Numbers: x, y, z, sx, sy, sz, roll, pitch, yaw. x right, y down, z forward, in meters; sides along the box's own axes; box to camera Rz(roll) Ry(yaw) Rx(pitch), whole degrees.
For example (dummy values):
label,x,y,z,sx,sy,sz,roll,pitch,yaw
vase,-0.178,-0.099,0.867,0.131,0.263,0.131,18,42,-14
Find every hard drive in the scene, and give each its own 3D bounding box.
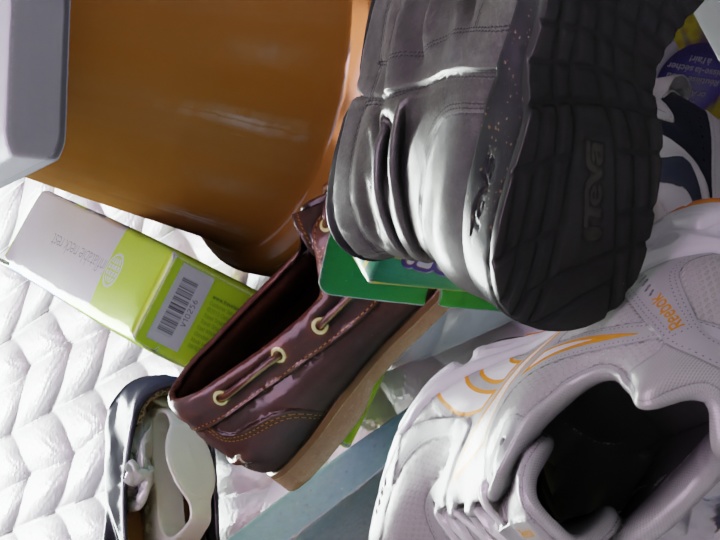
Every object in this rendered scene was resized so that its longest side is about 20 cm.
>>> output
label,x,y,z,sx,sy,sz,roll,pitch,yaw
hard drive,-0.171,-0.093,0.917,0.200,0.027,0.132,-16,71,59

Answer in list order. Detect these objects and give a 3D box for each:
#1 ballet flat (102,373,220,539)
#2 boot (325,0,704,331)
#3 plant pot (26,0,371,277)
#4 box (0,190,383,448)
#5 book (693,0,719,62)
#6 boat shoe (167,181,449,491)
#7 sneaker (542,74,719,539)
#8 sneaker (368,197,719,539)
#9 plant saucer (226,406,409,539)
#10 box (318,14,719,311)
label,x,y,z,sx,sy,sz,roll,pitch,yaw
ballet flat,-0.095,0.144,1.077,0.073,0.073,0.200,-33,55,54
boot,0.044,-0.088,0.631,0.131,0.068,0.200,29,104,59
plant pot,-0.077,-0.099,0.964,0.200,0.183,0.200,-15,73,59
box,-0.084,0.018,1.014,0.048,0.122,0.200,-63,29,-2
book,0.126,-0.142,0.617,0.134,0.048,0.200,-56,44,40
boat shoe,0.000,0.000,0.875,0.200,0.070,0.070,-52,14,14
sneaker,0.113,0.025,0.735,0.079,0.130,0.199,-11,114,31
sneaker,0.053,0.060,0.643,0.200,0.076,0.092,-48,2,42
plant saucer,-0.012,0.106,0.857,0.039,0.201,0.201,53,143,0
box,0.068,-0.061,0.772,0.200,0.117,0.048,-67,33,30
